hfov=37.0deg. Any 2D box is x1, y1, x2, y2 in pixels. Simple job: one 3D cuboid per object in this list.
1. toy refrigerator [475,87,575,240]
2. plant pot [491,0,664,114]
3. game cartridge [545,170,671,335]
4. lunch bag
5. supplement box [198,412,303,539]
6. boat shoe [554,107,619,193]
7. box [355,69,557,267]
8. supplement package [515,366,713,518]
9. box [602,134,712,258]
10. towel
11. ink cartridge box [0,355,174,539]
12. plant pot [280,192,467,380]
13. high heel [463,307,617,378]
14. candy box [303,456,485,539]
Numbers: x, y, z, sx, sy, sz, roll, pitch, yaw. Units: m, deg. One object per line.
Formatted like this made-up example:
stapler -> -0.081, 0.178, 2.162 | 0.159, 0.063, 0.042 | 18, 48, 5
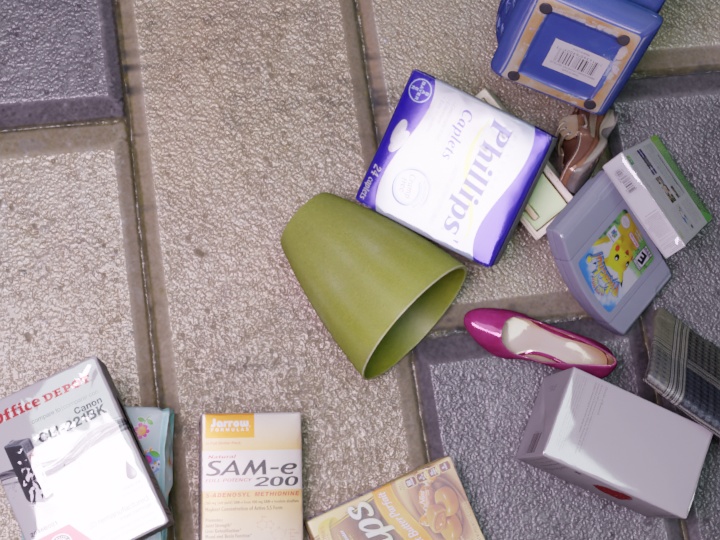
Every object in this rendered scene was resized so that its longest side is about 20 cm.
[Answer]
toy refrigerator -> 0.205, -0.143, 1.448 | 0.076, 0.070, 0.201 | -39, 87, 15
plant pot -> 0.288, -0.333, 1.416 | 0.198, 0.201, 0.181 | 21, 51, -3
game cartridge -> 0.328, -0.015, 1.425 | 0.133, 0.040, 0.200 | -45, 118, -12
lunch bag -> -0.306, 0.260, 1.263 | 0.168, 0.122, 0.202 | 4, 81, -6
supplement box -> -0.134, 0.276, 1.312 | 0.125, 0.074, 0.202 | 0, 78, -10
boat shoe -> 0.292, -0.169, 1.452 | 0.071, 0.076, 0.200 | 28, 35, 6
box -> 0.124, -0.131, 1.379 | 0.199, 0.105, 0.185 | 27, 99, 9
supplement package -> 0.321, 0.223, 1.375 | 0.198, 0.121, 0.121 | 24, 75, -3
box -> 0.400, -0.103, 1.439 | 0.145, 0.036, 0.200 | 57, 32, 5
towel -> 0.451, 0.150, 1.403 | 0.192, 0.035, 0.200 | 35, 31, 2
ink cartridge box -> -0.309, 0.214, 1.169 | 0.143, 0.084, 0.201 | -25, 79, -11
plant pot -> 0.000, 0.000, 1.355 | 0.187, 0.187, 0.200 | -42, 73, -15
high heel -> 0.234, 0.092, 1.402 | 0.199, 0.096, 0.068 | 27, 75, -3
candy box -> 0.042, 0.325, 1.340 | 0.198, 0.055, 0.116 | -22, 82, -14
